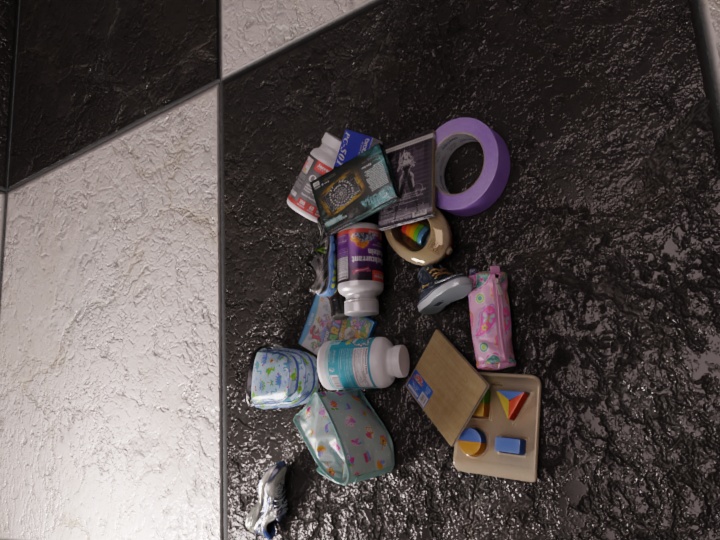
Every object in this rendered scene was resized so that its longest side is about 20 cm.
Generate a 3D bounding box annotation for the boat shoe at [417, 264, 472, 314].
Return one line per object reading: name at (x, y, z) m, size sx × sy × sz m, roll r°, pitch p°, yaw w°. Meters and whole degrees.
boat shoe at (0.168, 0.022, 1.451) m, size 0.200 × 0.069 × 0.093 m, roll 137°, pitch 131°, yaw -62°

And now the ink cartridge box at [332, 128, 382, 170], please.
ink cartridge box at (-0.023, -0.221, 1.626) m, size 0.093 × 0.044 × 0.205 m, roll 24°, pitch 99°, yaw 39°

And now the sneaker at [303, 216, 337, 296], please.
sneaker at (-0.095, -0.038, 1.628) m, size 0.080 × 0.071 × 0.205 m, roll -2°, pitch 71°, yaw 7°

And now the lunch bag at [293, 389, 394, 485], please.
lunch bag at (-0.028, 0.374, 1.516) m, size 0.122 × 0.168 × 0.202 m, roll -49°, pitch 58°, yaw 25°

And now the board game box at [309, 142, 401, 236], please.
board game box at (-0.014, -0.181, 1.563) m, size 0.197 × 0.028 × 0.138 m, roll -25°, pitch 72°, yaw 23°

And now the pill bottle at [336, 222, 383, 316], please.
pill bottle at (0.000, 0.000, 1.603) m, size 0.109 × 0.110 × 0.206 m, roll -10°, pitch 75°, yaw 35°

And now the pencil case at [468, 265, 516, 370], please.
pencil case at (0.266, 0.098, 1.396) m, size 0.086 × 0.087 × 0.206 m, roll -11°, pitch 75°, yaw 35°

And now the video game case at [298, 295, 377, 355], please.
video game case at (-0.058, 0.153, 1.677) m, size 0.198 × 0.018 × 0.146 m, roll 26°, pitch 98°, yaw 38°

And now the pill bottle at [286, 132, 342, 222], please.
pill bottle at (-0.093, -0.231, 1.715) m, size 0.115 × 0.115 × 0.203 m, roll 37°, pitch 104°, yaw 36°

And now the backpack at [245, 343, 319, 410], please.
backpack at (-0.190, 0.264, 1.694) m, size 0.195 × 0.153 × 0.167 m, roll 2°, pitch 75°, yaw 24°

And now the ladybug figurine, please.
ladybug figurine at (0.135, -0.086, 1.537) m, size 0.199 × 0.071 × 0.138 m, roll 41°, pitch 112°, yaw 36°

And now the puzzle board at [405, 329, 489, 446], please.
puzzle board at (0.179, 0.242, 1.448) m, size 0.153 × 0.017 × 0.200 m, roll -63°, pitch 36°, yaw 17°

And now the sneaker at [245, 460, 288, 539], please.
sneaker at (-0.208, 0.565, 1.689) m, size 0.084 × 0.076 × 0.204 m, roll 26°, pitch 105°, yaw 27°

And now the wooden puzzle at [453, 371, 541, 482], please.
wooden puzzle at (0.267, 0.308, 1.379) m, size 0.182 × 0.046 × 0.206 m, roll -3°, pitch 80°, yaw 37°

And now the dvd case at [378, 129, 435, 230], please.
dvd case at (0.103, -0.200, 1.532) m, size 0.146 × 0.016 × 0.205 m, roll -13°, pitch 67°, yaw 38°

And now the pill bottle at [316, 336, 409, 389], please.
pill bottle at (0.009, 0.209, 1.547) m, size 0.195 × 0.110 × 0.114 m, roll -6°, pitch 77°, yaw 24°

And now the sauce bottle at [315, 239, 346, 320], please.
sauce bottle at (-0.065, 0.019, 1.673) m, size 0.064 × 0.064 × 0.205 m, roll -26°, pitch 64°, yaw 31°

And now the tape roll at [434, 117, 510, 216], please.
tape roll at (0.224, -0.225, 1.503) m, size 0.197 × 0.065 × 0.206 m, roll -8°, pitch 77°, yaw 37°
